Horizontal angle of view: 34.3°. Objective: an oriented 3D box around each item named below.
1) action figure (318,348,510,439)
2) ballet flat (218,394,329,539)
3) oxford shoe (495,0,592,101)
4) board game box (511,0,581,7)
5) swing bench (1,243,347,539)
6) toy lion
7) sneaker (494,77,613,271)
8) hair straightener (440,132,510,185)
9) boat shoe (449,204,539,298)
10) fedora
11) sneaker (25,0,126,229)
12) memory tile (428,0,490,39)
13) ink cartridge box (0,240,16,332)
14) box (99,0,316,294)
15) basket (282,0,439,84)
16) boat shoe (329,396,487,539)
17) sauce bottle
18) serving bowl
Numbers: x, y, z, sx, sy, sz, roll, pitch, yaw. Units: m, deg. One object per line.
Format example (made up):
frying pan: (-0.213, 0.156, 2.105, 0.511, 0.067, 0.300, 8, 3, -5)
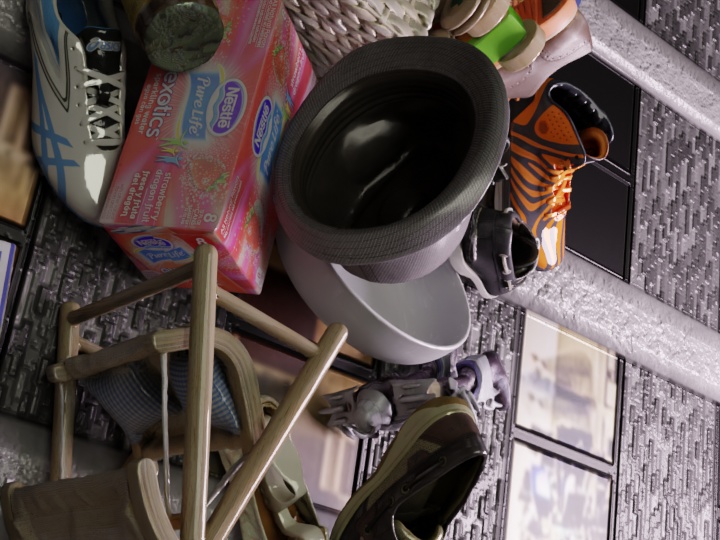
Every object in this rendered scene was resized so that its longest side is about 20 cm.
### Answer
action figure: (0.051, 0.106, 0.965, 0.199, 0.129, 0.070, -16, 104, -55)
ballet flat: (-0.059, 0.188, 0.887, 0.067, 0.062, 0.202, -25, 95, -41)
oxford shoe: (0.119, -0.173, 1.061, 0.073, 0.199, 0.072, 46, 26, -34)
board game box: (0.149, -0.266, 1.205, 0.135, 0.034, 0.201, 47, 52, -21)
swing bench: (-0.131, 0.117, 0.754, 0.129, 0.198, 0.202, 31, 59, -30)
toy lion: (0.060, -0.188, 1.027, 0.068, 0.191, 0.201, 37, 25, -31)
sneaker: (0.188, -0.088, 1.120, 0.077, 0.111, 0.202, -37, 119, -38)
hair straightener: (0.089, -0.087, 0.998, 0.076, 0.200, 0.041, -22, 70, -8)
boat shoe: (0.132, -0.018, 1.057, 0.200, 0.060, 0.075, 32, 60, -65)
fedora: (0.029, -0.069, 0.859, 0.091, 0.175, 0.202, 64, 34, -49)
sneaker: (-0.200, -0.131, 0.848, 0.071, 0.072, 0.203, -6, 83, -42)
memory tile: (0.054, -0.213, 0.986, 0.017, 0.153, 0.201, 31, 100, -27)
ink cartridge box: (-0.326, 0.052, 0.710, 0.199, 0.047, 0.200, 21, 64, -37)
box: (-0.109, -0.096, 0.874, 0.103, 0.093, 0.202, 63, 36, -58)
basket: (-0.038, -0.277, 0.968, 0.199, 0.160, 0.200, 36, 58, -26)
boat shoe: (0.033, 0.190, 0.890, 0.072, 0.202, 0.065, 10, 29, -28)
sauce bottle: (-0.159, -0.234, 0.867, 0.064, 0.065, 0.201, 5, 45, -39)
serving bowl: (0.000, 0.000, 0.959, 0.199, 0.066, 0.201, 37, 27, -23)
